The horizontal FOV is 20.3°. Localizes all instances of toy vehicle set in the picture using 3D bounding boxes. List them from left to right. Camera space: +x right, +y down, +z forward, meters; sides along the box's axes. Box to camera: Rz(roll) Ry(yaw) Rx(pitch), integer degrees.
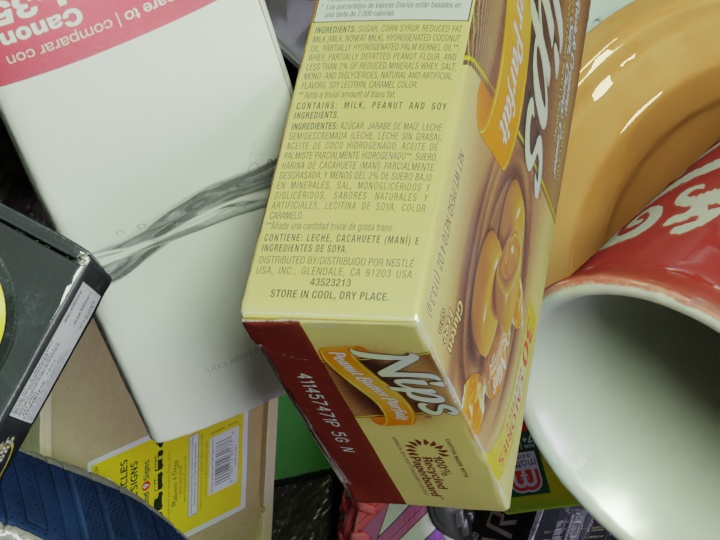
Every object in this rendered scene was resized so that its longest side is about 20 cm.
[{"bbox_3d":[-0.086,0.084,0.804,0.124,0.026,0.201,-21,125,-42],"label":"toy vehicle set"}]

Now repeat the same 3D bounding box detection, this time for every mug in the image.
[{"bbox_3d":[0.148,-0.003,0.713,0.200,0.177,0.134,-44,124,-31],"label":"mug"}]

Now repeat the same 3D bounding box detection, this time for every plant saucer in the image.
[{"bbox_3d":[0.143,-0.019,0.820,0.199,0.037,0.202,-10,116,-21],"label":"plant saucer"}]

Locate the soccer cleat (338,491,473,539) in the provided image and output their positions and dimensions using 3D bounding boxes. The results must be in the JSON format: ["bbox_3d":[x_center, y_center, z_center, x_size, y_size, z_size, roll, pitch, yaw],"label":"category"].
[{"bbox_3d":[0.017,0.114,0.915,0.068,0.073,0.201,-74,159,-57],"label":"soccer cleat"}]

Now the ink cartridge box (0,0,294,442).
[{"bbox_3d":[-0.073,-0.067,0.622,0.082,0.147,0.201,-23,133,-6],"label":"ink cartridge box"}]

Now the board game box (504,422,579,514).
[{"bbox_3d":[0.146,0.055,0.990,0.200,0.101,0.048,-33,109,-58],"label":"board game box"}]

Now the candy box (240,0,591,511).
[{"bbox_3d":[0.024,-0.043,0.607,0.116,0.055,0.201,64,32,-55],"label":"candy box"}]

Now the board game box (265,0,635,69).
[{"bbox_3d":[0.034,-0.150,0.780,0.200,0.026,0.201,40,76,-32],"label":"board game box"}]

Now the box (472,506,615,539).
[{"bbox_3d":[0.121,0.157,1.111,0.199,0.043,0.161,4,106,-54],"label":"box"}]

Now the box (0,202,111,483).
[{"bbox_3d":[-0.184,0.049,0.547,0.201,0.160,0.049,-61,174,-6],"label":"box"}]

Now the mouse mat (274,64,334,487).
[{"bbox_3d":[0.000,0.000,0.894,0.160,0.007,0.202,-6,113,-52],"label":"mouse mat"}]

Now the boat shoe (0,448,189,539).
[{"bbox_3d":[-0.126,0.109,0.718,0.200,0.072,0.072,35,110,-32],"label":"boat shoe"}]
